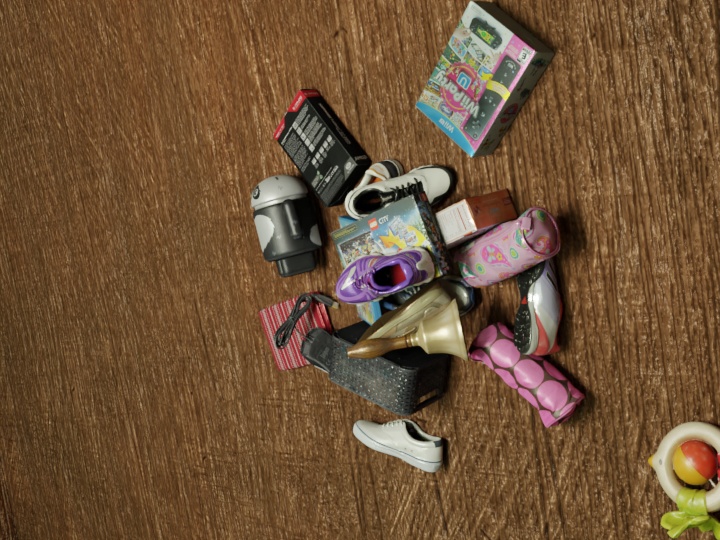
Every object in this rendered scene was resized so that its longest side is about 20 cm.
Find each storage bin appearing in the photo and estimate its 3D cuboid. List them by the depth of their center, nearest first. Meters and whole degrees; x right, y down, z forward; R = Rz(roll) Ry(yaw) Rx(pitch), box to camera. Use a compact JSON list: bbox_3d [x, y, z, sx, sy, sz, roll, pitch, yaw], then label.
[{"bbox_3d":[0.051,0.175,1.562,0.198,0.134,0.095,20,113,36],"label":"storage bin"}]

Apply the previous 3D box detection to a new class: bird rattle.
[{"bbox_3d":[0.507,0.297,1.222,0.201,0.112,0.164,-59,47,30],"label":"bird rattle"}]

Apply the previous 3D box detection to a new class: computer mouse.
[{"bbox_3d":[-0.066,0.135,1.701,0.198,0.142,0.046,27,165,-2],"label":"computer mouse"}]

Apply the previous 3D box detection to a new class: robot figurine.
[{"bbox_3d":[-0.150,-0.090,1.681,0.149,0.124,0.203,-12,93,34],"label":"robot figurine"}]

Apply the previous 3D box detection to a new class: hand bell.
[{"bbox_3d":[0.074,0.118,1.397,0.197,0.104,0.106,-12,94,7],"label":"hand bell"}]

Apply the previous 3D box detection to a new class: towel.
[{"bbox_3d":[-0.133,0.132,1.791,0.199,0.022,0.146,-20,89,44],"label":"towel"}]

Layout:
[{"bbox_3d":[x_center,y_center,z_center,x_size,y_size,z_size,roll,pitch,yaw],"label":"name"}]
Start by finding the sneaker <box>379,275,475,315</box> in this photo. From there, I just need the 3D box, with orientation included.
[{"bbox_3d":[0.114,0.054,1.512,0.198,0.085,0.078,-2,99,41],"label":"sneaker"}]

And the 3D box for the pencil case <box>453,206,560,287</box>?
[{"bbox_3d":[0.233,-0.033,1.350,0.200,0.087,0.088,-28,81,60],"label":"pencil case"}]

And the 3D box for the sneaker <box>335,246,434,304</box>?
[{"bbox_3d":[0.024,0.009,1.350,0.199,0.083,0.082,-22,89,43],"label":"sneaker"}]

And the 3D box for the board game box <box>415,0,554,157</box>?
[{"bbox_3d":[0.197,-0.310,1.364,0.148,0.064,0.201,46,127,24],"label":"board game box"}]

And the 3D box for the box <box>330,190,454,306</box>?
[{"bbox_3d":[0.050,-0.033,1.397,0.199,0.037,0.138,-22,88,42],"label":"box"}]

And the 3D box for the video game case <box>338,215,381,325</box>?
[{"bbox_3d":[0.000,0.000,1.583,0.143,0.018,0.203,-152,50,-75],"label":"video game case"}]

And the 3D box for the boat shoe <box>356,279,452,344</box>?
[{"bbox_3d":[0.074,0.100,1.458,0.199,0.071,0.065,-37,100,17],"label":"boat shoe"}]

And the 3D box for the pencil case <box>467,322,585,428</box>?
[{"bbox_3d":[0.274,0.177,1.402,0.200,0.090,0.094,43,131,23],"label":"pencil case"}]

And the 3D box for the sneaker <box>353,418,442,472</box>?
[{"bbox_3d":[0.077,0.320,1.630,0.198,0.073,0.072,17,103,28],"label":"sneaker"}]

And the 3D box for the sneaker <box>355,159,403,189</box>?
[{"bbox_3d":[0.024,-0.105,1.558,0.078,0.079,0.203,21,116,35],"label":"sneaker"}]

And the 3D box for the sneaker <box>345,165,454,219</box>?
[{"bbox_3d":[0.070,-0.130,1.458,0.198,0.080,0.075,-18,96,3],"label":"sneaker"}]

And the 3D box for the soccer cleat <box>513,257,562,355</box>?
[{"bbox_3d":[0.298,0.038,1.370,0.068,0.072,0.203,178,97,-70],"label":"soccer cleat"}]

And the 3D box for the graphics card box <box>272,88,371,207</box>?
[{"bbox_3d":[-0.077,-0.238,1.631,0.201,0.051,0.126,54,129,19],"label":"graphics card box"}]

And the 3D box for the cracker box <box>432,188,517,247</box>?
[{"bbox_3d":[0.148,-0.069,1.419,0.199,0.133,0.058,-25,85,41],"label":"cracker box"}]
